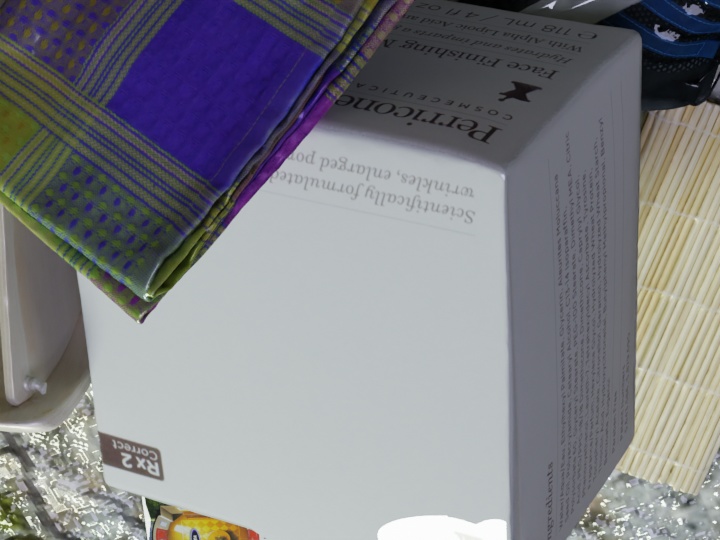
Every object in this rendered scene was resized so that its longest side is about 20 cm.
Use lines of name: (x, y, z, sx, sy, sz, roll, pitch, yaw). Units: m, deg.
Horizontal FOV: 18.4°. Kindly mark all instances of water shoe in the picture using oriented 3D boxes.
water shoe: (0.133, -0.112, 0.908, 0.199, 0.072, 0.079, -20, 122, 25)

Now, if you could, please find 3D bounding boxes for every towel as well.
towel: (-0.064, -0.097, 0.818, 0.200, 0.143, 0.023, -51, 153, -1)

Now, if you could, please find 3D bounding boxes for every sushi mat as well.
sushi mat: (0.144, 0.014, 1.012, 0.095, 0.012, 0.201, 15, 120, -8)

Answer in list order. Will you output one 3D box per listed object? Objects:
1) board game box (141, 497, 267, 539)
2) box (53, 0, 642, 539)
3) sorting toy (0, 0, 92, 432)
board game box: (-0.052, 0.126, 1.080, 0.104, 0.024, 0.201, -4, 121, 1)
box: (0.000, 0.000, 0.899, 0.197, 0.131, 0.201, 13, 125, 25)
sorting toy: (-0.195, -0.047, 0.940, 0.178, 0.107, 0.202, 3, 102, 17)
